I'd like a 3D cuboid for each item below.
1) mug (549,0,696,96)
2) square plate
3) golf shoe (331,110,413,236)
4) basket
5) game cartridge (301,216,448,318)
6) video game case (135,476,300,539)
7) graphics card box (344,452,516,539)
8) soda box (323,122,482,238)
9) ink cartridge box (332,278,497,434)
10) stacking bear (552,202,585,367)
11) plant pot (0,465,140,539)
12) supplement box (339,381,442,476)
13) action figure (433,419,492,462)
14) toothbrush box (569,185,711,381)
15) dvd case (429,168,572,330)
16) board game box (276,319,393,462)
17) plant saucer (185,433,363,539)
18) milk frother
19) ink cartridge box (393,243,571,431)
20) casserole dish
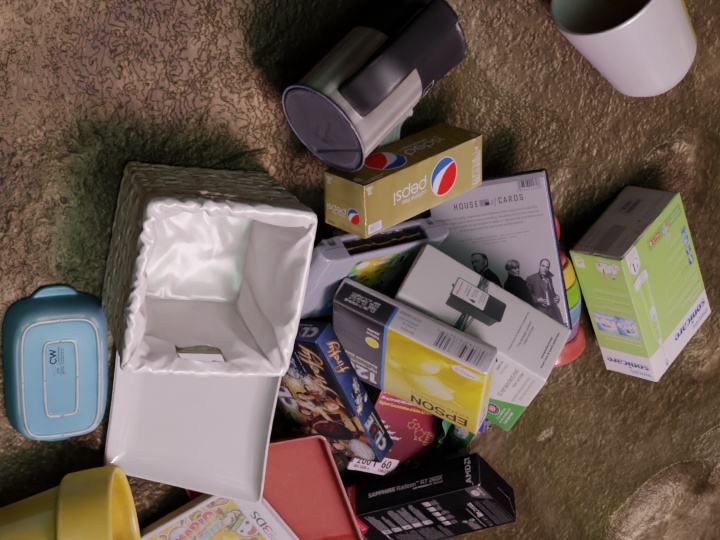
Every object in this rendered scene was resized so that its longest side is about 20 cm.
[{"bbox_3d":[0.336,-0.297,1.598,0.186,0.150,0.153,-39,131,7],"label":"mug"},{"bbox_3d":[-0.198,0.166,1.613,0.197,0.028,0.201,12,110,4],"label":"square plate"},{"bbox_3d":[0.019,-0.106,1.593,0.096,0.078,0.203,-6,117,-27],"label":"golf shoe"},{"bbox_3d":[-0.174,-0.006,1.502,0.196,0.161,0.203,3,112,-25],"label":"basket"},{"bbox_3d":[0.000,0.000,1.593,0.198,0.041,0.133,-13,157,-39],"label":"game cartridge"},{"bbox_3d":[-0.177,0.365,1.715,0.199,0.023,0.183,-31,115,14],"label":"video game case"},{"bbox_3d":[0.089,0.302,1.760,0.198,0.051,0.126,-18,141,24],"label":"graphics card box"},{"bbox_3d":[0.051,-0.105,1.537,0.199,0.067,0.065,-25,125,-39],"label":"soda box"},{"bbox_3d":[0.058,0.116,1.585,0.047,0.196,0.201,-57,162,-33],"label":"ink cartridge box"},{"bbox_3d":[0.220,0.010,1.715,0.120,0.114,0.203,-18,115,-15],"label":"stacking bear"},{"bbox_3d":[-0.360,0.340,1.582,0.186,0.201,0.203,-8,118,-2],"label":"plant pot"},{"bbox_3d":[0.055,0.162,1.741,0.108,0.061,0.202,14,107,-28],"label":"supplement box"},{"bbox_3d":[0.133,0.209,1.770,0.118,0.054,0.201,-47,160,-30],"label":"action figure"},{"bbox_3d":[0.364,0.016,1.758,0.146,0.085,0.202,-45,126,-30],"label":"toothbrush box"},{"bbox_3d":[0.169,-0.013,1.653,0.148,0.025,0.203,-7,101,16],"label":"dvd case"},{"bbox_3d":[-0.055,0.143,1.644,0.035,0.134,0.201,-51,129,-34],"label":"board game box"},{"bbox_3d":[-0.108,0.287,1.707,0.197,0.037,0.202,-11,122,13],"label":"plant saucer"},{"bbox_3d":[-0.010,-0.251,1.455,0.199,0.181,0.188,39,65,8],"label":"milk frother"},{"bbox_3d":[0.125,0.080,1.598,0.083,0.198,0.147,-56,174,-33],"label":"ink cartridge box"},{"bbox_3d":[-0.346,0.116,1.563,0.119,0.039,0.203,-5,115,-21],"label":"casserole dish"}]
